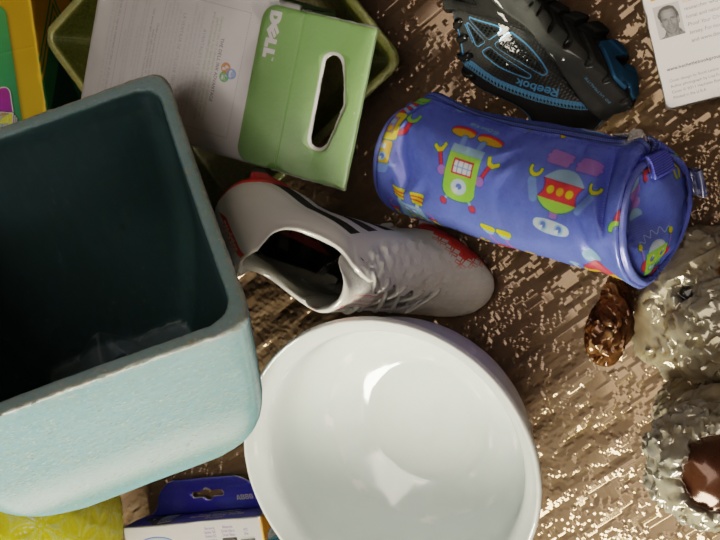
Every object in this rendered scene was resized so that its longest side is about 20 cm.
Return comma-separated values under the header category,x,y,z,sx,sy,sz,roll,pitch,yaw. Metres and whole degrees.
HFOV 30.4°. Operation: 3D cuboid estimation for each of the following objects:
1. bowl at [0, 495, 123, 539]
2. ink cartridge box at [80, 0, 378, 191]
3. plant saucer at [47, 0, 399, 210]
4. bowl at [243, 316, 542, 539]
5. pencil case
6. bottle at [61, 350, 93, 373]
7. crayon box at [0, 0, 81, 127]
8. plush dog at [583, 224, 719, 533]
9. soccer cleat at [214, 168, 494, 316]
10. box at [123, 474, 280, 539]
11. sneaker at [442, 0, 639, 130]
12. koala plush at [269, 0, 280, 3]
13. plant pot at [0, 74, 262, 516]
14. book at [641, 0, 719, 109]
category,x,y,z,sx,sy,sz,roll,pitch,yaw
bowl,-0.245,0.139,0.951,0.199,0.200,0.108,25,81,18
ink cartridge box,-0.077,-0.128,0.852,0.198,0.059,0.105,18,103,20
plant saucer,-0.092,-0.153,0.913,0.199,0.048,0.201,-41,81,21
bowl,0.031,0.111,0.860,0.199,0.090,0.203,7,110,22
pencil case,0.100,-0.054,0.788,0.199,0.078,0.088,18,111,40
bottle,-0.227,0.048,0.973,0.199,0.083,0.066,30,100,18
crayon box,-0.304,-0.120,1.000,0.198,0.058,0.174,-6,92,23
plush dog,0.227,0.051,0.774,0.198,0.161,0.173,-22,72,-4
soccer cleat,0.000,0.000,0.830,0.199,0.086,0.069,21,121,-24
box,-0.103,0.254,0.969,0.118,0.041,0.202,-10,94,23
sneaker,0.079,-0.152,0.799,0.082,0.073,0.200,-34,109,32
koala plush,-0.043,-0.278,0.794,0.200,0.184,0.177,-46,77,12
plant pot,-0.164,0.040,0.819,0.194,0.201,0.197,-20,56,-4
book,0.224,-0.209,0.778,0.132,0.048,0.202,-12,92,21
